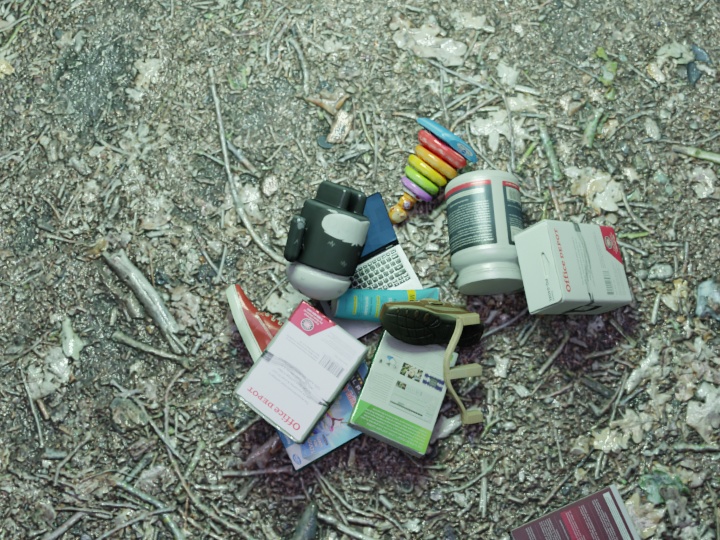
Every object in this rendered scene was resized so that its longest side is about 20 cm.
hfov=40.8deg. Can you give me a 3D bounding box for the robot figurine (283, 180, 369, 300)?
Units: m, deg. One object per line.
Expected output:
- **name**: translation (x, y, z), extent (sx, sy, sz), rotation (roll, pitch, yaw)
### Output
- **robot figurine**: translation (-0.058, -0.050, 1.673), extent (0.148, 0.125, 0.203), rotation (16, 96, -10)

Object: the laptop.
- **laptop**: translation (0.000, 0.000, 1.760), extent (0.186, 0.116, 0.202), rotation (-27, 75, -3)

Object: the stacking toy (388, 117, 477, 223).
- **stacking toy**: translation (0.116, -0.172, 1.812), extent (0.201, 0.116, 0.110), rotation (-55, 40, 7)

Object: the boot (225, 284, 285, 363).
- **boot**: translation (-0.151, 0.095, 1.769), extent (0.143, 0.072, 0.202), rotation (-28, 84, -5)

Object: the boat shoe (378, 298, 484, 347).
- **boat shoe**: translation (0.123, 0.088, 1.730), extent (0.198, 0.074, 0.076), rotation (12, 117, -23)

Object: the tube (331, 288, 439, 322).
- **tube**: translation (0.047, 0.065, 1.755), extent (0.197, 0.050, 0.079), rotation (4, 99, -15)

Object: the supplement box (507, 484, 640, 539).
- **supplement box**: translation (0.363, 0.455, 1.649), extent (0.198, 0.061, 0.110), rotation (-22, 74, -4)

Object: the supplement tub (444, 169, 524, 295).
- **supplement tub**: translation (0.228, -0.067, 1.752), extent (0.138, 0.140, 0.203), rotation (-4, 75, 2)

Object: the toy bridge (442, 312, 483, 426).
- **toy bridge**: translation (0.179, 0.178, 1.701), extent (0.066, 0.027, 0.203), rotation (-6, 100, -16)

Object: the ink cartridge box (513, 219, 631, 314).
- **ink cartridge box**: translation (0.373, -0.003, 1.701), extent (0.198, 0.083, 0.147), rotation (3, 71, -39)

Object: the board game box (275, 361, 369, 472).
- **board game box**: translation (-0.061, 0.244, 1.735), extent (0.198, 0.047, 0.152), rotation (-29, 76, -4)

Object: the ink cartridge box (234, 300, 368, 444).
- **ink cartridge box**: translation (-0.101, 0.178, 1.674), extent (0.145, 0.083, 0.201), rotation (36, 80, 6)

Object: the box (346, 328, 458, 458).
- **box**: translation (0.076, 0.210, 1.708), extent (0.143, 0.036, 0.202), rotation (24, 63, -2)
